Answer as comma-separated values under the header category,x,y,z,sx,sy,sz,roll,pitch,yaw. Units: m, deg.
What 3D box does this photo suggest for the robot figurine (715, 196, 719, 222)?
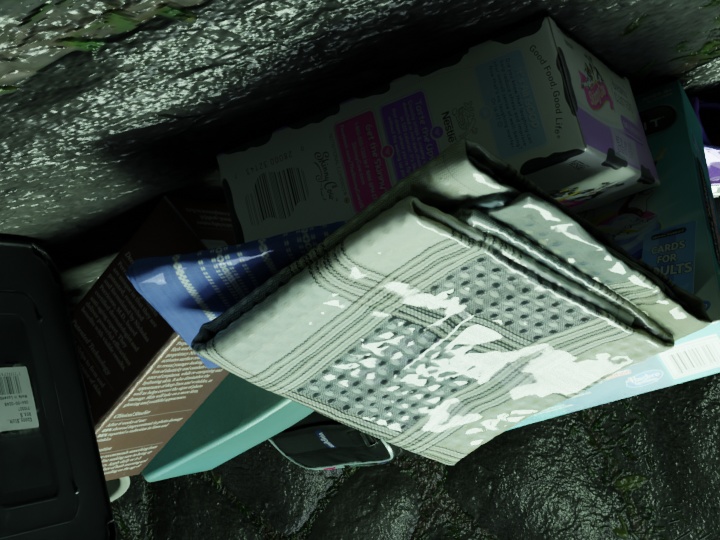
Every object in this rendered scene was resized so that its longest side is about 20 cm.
category,x,y,z,sx,sy,sz,roll,pitch,yaw
robot figurine,0.310,-0.054,0.938,0.199,0.125,0.150,-14,-149,-4

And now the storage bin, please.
category,x,y,z,sx,sy,sz,roll,pitch,yaw
storage bin,-0.230,0.089,0.650,0.093,0.201,0.135,-18,170,23

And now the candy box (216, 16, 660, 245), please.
category,x,y,z,sx,sy,sz,roll,pitch,yaw
candy box,0.050,-0.056,0.648,0.199,0.072,0.168,-19,169,25

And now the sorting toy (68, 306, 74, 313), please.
category,x,y,z,sx,sy,sz,roll,pitch,yaw
sorting toy,-0.255,0.067,0.841,0.199,0.107,0.180,-4,157,-8

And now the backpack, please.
category,x,y,z,sx,sy,sz,roll,pitch,yaw
backpack,-0.038,0.127,1.266,0.200,0.178,0.151,-23,-162,44

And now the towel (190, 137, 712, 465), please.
category,x,y,z,sx,sy,sz,roll,pitch,yaw
towel,0.047,0.033,0.580,0.192,0.035,0.200,29,132,-32

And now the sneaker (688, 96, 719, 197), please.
category,x,y,z,sx,sy,sz,roll,pitch,yaw
sneaker,0.210,-0.085,0.802,0.199,0.081,0.084,-15,145,10

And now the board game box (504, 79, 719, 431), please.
category,x,y,z,sx,sy,sz,roll,pitch,yaw
board game box,0.143,-0.013,0.707,0.150,0.201,0.047,-20,133,24

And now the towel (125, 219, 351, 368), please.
category,x,y,z,sx,sy,sz,roll,pitch,yaw
towel,-0.011,0.004,0.615,0.199,0.024,0.145,-12,157,4

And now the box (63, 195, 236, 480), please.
category,x,y,z,sx,sy,sz,roll,pitch,yaw
box,-0.135,0.048,0.736,0.200,0.075,0.100,-46,159,19

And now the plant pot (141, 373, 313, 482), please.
category,x,y,z,sx,sy,sz,roll,pitch,yaw
plant pot,-0.102,0.081,1.031,0.199,0.142,0.141,-25,169,13

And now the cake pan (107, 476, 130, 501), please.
category,x,y,z,sx,sy,sz,roll,pitch,yaw
cake pan,-0.270,0.145,0.835,0.199,0.037,0.200,-6,156,-3
